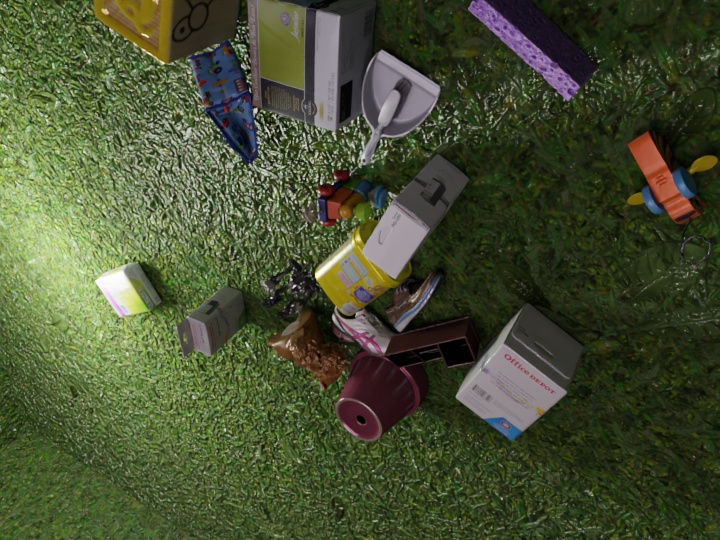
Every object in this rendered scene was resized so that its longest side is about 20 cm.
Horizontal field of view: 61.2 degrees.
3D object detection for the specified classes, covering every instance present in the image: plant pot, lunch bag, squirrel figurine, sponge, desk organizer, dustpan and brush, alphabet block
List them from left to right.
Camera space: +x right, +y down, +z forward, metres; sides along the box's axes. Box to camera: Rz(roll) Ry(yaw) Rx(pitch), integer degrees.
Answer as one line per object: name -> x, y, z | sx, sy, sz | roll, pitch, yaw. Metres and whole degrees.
alphabet block -> -0.356, -0.541, 1.141 | 0.195, 0.200, 0.197 | 33, 134, 12
lunch bag -> -0.256, -0.329, 1.241 | 0.201, 0.093, 0.152 | 72, 176, -63
squirrel figurine -> -0.110, 0.216, 1.511 | 0.188, 0.141, 0.200 | 54, 168, -19
plant pot -> 0.038, 0.298, 1.458 | 0.197, 0.179, 0.203 | 18, 128, 25
dustpan and brush -> 0.046, -0.280, 1.126 | 0.138, 0.057, 0.201 | 32, 139, 3
desk organizer -> 0.155, 0.170, 1.320 | 0.197, 0.077, 0.073 | -17, 110, 26
sponge -> 0.258, -0.344, 0.898 | 0.200, 0.112, 0.030 | 43, 137, 2

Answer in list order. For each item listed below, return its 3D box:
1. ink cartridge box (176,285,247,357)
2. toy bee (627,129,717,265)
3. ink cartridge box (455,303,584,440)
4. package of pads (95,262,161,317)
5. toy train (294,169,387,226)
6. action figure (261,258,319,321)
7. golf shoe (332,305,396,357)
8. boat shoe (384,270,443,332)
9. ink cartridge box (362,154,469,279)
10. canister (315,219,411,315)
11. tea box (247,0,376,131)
ink cartridge box -> -0.399, 0.147, 1.652 | 0.066, 0.200, 0.119 | 17, 129, 25
toy bee -> 0.475, -0.113, 0.926 | 0.130, 0.108, 0.204 | -3, 94, 46
ink cartridge box -> 0.316, 0.202, 1.213 | 0.146, 0.145, 0.201 | 37, 135, 7
package of pads -> -0.737, 0.060, 1.930 | 0.198, 0.068, 0.156 | -11, 114, 39
toy train -> -0.032, -0.121, 1.204 | 0.114, 0.200, 0.086 | 13, 127, 22
action figure -> -0.173, 0.055, 1.497 | 0.119, 0.102, 0.200 | 44, 138, 3
golf shoe -> 0.016, 0.138, 1.436 | 0.197, 0.073, 0.093 | 20, 130, 23
boat shoe -> 0.107, 0.059, 1.316 | 0.072, 0.072, 0.201 | 40, 135, 7
ink cartridge box -> 0.102, -0.101, 1.117 | 0.084, 0.200, 0.146 | 38, 135, 6
canister -> 0.000, 0.000, 1.340 | 0.149, 0.086, 0.200 | 52, 137, 0
tea box -> -0.089, -0.390, 1.101 | 0.194, 0.134, 0.203 | 22, 130, 21
